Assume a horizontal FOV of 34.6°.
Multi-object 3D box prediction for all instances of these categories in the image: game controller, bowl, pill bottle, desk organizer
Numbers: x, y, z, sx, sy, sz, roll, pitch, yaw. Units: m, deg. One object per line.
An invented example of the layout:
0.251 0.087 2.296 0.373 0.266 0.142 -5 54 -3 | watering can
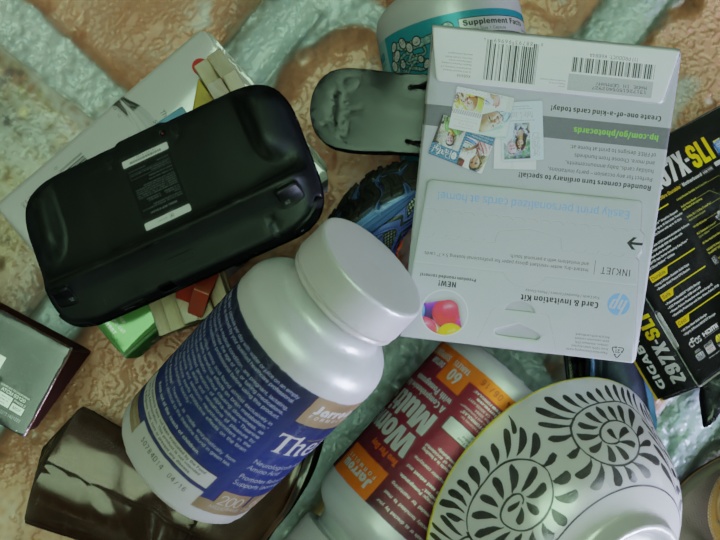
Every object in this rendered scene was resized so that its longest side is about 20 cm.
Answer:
-0.124 -0.042 0.748 0.199 0.042 0.105 -23 74 11 | game controller
0.152 0.182 0.783 0.200 0.094 0.202 -14 119 -25 | bowl
-0.056 0.063 0.748 0.111 0.111 0.200 46 112 3 | pill bottle
-0.307 0.043 0.855 0.199 0.077 0.072 28 86 2 | desk organizer
0.074 -0.138 0.855 0.110 0.111 0.201 -11 85 -1 | pill bottle
0.042 0.152 0.831 0.109 0.110 0.200 42 86 3 | pill bottle

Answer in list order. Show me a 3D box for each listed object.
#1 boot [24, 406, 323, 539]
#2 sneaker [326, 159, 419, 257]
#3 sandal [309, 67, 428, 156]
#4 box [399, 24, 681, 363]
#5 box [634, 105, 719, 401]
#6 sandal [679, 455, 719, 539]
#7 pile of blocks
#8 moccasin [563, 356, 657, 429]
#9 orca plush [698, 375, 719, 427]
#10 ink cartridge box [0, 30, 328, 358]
-0.138 0.136 0.860 0.199 0.064 0.187 24 83 7 | boot
0.000 0.000 0.840 0.078 0.076 0.200 32 125 -13 | sneaker
0.064 -0.106 0.776 0.199 0.043 0.077 -4 86 6 | sandal
0.112 -0.049 0.743 0.155 0.041 0.202 6 102 5 | box
0.250 -0.023 0.835 0.199 0.049 0.160 -29 84 -30 | box
0.286 0.164 0.819 0.080 0.054 0.200 42 121 -1 | sandal
-0.118 -0.055 0.786 0.081 0.062 0.202 5 86 -1 | pile of blocks
0.165 0.038 0.854 0.068 0.080 0.201 -14 85 -5 | moccasin
0.350 0.114 0.856 0.198 0.105 0.072 -2 117 -3 | orca plush
-0.140 -0.054 0.860 0.200 0.084 0.146 -41 87 -4 | ink cartridge box
